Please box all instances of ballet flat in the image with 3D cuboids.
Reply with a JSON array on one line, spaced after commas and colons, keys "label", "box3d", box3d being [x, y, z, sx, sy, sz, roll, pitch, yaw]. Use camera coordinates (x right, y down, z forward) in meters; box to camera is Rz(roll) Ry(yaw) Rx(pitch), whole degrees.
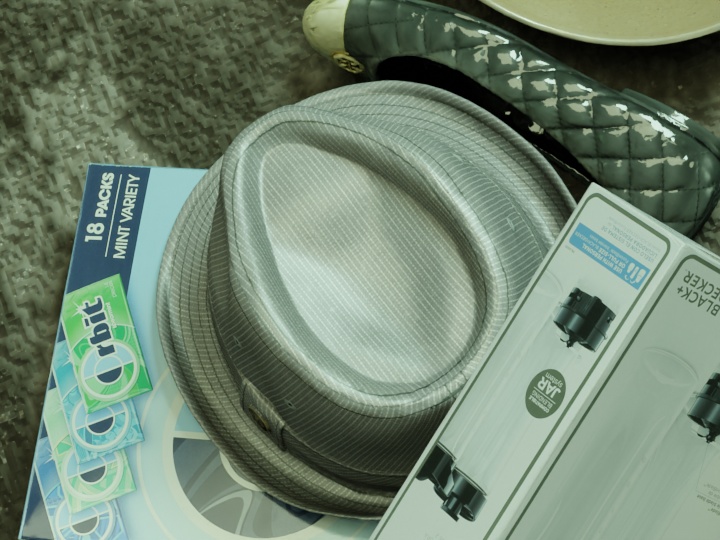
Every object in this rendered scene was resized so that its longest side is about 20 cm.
[{"label": "ballet flat", "box3d": [0.058, -0.067, 1.157, 0.200, 0.066, 0.057, 25, 82, 20]}]

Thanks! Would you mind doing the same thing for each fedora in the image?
[{"label": "fedora", "box3d": [0.000, 0.000, 1.085, 0.177, 0.090, 0.200, -32, 67, 0]}]

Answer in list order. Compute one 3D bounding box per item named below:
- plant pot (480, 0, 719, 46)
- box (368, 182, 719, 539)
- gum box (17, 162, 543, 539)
[{"label": "plant pot", "box3d": [0.115, -0.213, 1.148, 0.200, 0.200, 0.134, 7, 36, 15]}, {"label": "box", "box3d": [0.085, 0.081, 1.040, 0.060, 0.117, 0.200, 37, 99, 49]}, {"label": "gum box", "box3d": [-0.029, 0.044, 1.149, 0.200, 0.045, 0.170, 4, 72, 15]}]
